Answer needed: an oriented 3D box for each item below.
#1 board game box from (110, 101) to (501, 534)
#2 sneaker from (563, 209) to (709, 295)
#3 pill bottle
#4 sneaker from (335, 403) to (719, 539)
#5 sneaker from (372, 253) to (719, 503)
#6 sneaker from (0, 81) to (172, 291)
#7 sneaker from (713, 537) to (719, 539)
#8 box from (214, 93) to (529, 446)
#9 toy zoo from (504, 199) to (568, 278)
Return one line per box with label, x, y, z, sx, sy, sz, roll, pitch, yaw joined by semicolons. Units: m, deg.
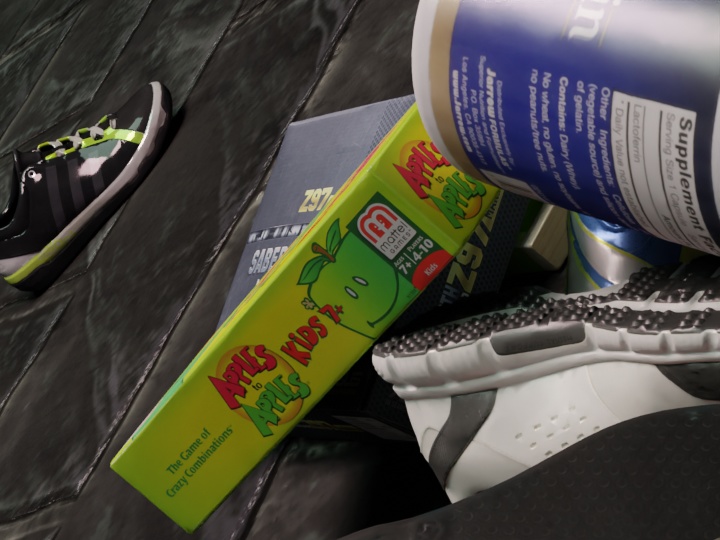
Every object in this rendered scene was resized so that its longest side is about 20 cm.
board game box;-0.017;0.013;0.873;0.200;0.048;0.102;-48;3;37
sneaker;0.097;-0.053;0.867;0.076;0.105;0.200;-30;29;45
pill bottle;0.124;-0.065;0.732;0.200;0.116;0.116;20;70;40
sneaker;0.074;0.113;0.686;0.201;0.108;0.067;-17;47;-3
sneaker;0.099;0.044;0.773;0.199;0.080;0.074;-9;15;41
sneaker;-0.224;-0.073;1.626;0.200;0.083;0.072;-51;20;0
sneaker;0.072;0.157;0.616;0.200;0.074;0.081;-45;24;20
box;0.000;0.000;1.018;0.200;0.051;0.158;-3;65;63
toy zoo;0.065;-0.050;1.054;0.131;0.020;0.200;-59;21;-19
